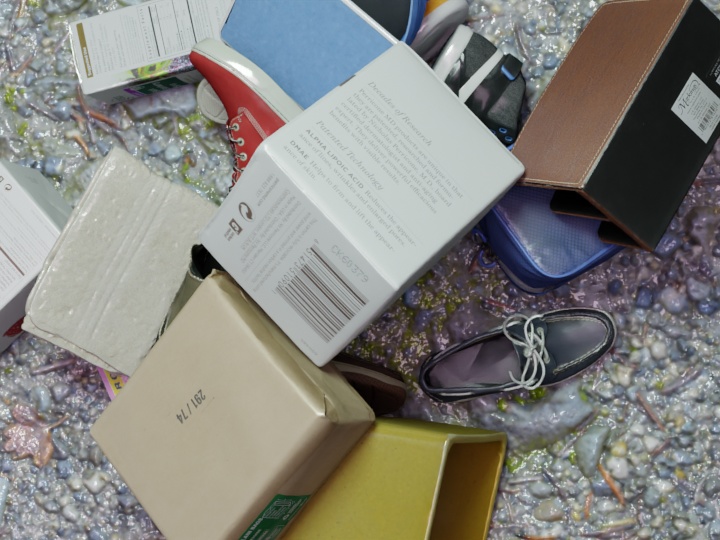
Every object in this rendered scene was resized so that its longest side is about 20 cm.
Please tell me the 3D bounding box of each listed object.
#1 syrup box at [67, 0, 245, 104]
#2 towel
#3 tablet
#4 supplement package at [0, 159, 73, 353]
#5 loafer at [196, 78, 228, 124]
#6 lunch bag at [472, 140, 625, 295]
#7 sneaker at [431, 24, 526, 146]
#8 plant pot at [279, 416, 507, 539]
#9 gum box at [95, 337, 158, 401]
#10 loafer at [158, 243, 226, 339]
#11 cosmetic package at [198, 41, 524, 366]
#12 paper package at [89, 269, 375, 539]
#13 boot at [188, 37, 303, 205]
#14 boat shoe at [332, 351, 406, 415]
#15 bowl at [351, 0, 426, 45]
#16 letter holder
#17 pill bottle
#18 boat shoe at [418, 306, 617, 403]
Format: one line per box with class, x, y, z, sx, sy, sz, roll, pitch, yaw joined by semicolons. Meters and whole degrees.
syrup box;-0.187;-0.234;1.546;0.200;0.079;0.082;-14;85;9
towel;-0.232;-0.004;1.474;0.132;0.034;0.200;30;87;-20
tablet;-0.042;-0.211;1.435;0.200;0.014;0.130;41;130;12
supplement package;-0.382;0.001;1.547;0.200;0.121;0.120;-43;82;6
loafer;-0.062;-0.172;1.531;0.200;0.063;0.072;11;113;7
lunch bag;0.195;-0.065;1.443;0.200;0.132;0.136;-32;83;-6
sneaker;0.093;-0.130;1.497;0.112;0.073;0.200;30;103;-4
plant pot;0.003;0.227;1.441;0.200;0.195;0.194;12;89;21
gum box;-0.207;0.080;1.540;0.113;0.066;0.200;-27;83;6
loafer;-0.142;0.004;1.429;0.200;0.070;0.075;-57;48;22
cosmetic package;0.000;-0.058;1.327;0.165;0.165;0.200;46;52;2
paper package;-0.115;0.138;1.366;0.200;0.103;0.191;-51;60;16
boot;-0.119;-0.115;1.465;0.200;0.072;0.144;44;87;-9
boat shoe;-0.050;0.087;1.498;0.202;0.075;0.075;13;52;-15
bowl;-0.024;-0.274;1.427;0.200;0.039;0.201;17;121;30
letter holder;0.233;-0.133;1.348;0.101;0.142;0.200;36;79;-28
pill bottle;0.003;-0.292;1.499;0.112;0.112;0.200;-44;81;5
boat shoe;0.152;0.081;1.481;0.200;0.062;0.075;-13;83;9
